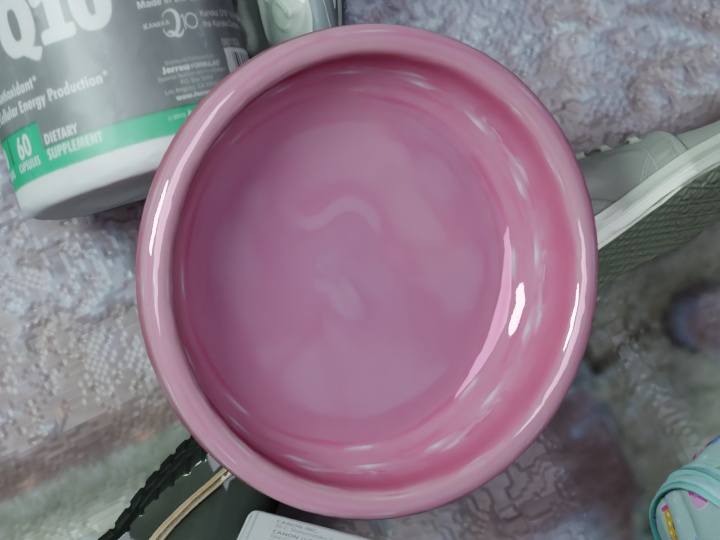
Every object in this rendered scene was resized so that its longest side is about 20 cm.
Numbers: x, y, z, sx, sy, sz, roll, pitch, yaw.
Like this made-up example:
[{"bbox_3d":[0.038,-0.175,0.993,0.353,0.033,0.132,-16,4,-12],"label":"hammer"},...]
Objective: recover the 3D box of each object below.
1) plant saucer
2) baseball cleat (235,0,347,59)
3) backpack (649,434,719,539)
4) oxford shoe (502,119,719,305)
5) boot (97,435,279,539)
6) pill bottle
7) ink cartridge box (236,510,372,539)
[{"bbox_3d":[0.000,0.000,1.020,0.200,0.051,0.201,-1,93,-22],"label":"plant saucer"},{"bbox_3d":[-0.014,-0.148,1.107,0.106,0.070,0.200,-18,103,-34],"label":"baseball cleat"},{"bbox_3d":[0.206,0.151,1.055,0.153,0.176,0.200,-31,79,-9],"label":"backpack"},{"bbox_3d":[0.114,-0.033,1.116,0.200,0.075,0.058,-29,65,-11],"label":"oxford shoe"},{"bbox_3d":[-0.048,0.146,1.077,0.200,0.077,0.138,-44,97,2],"label":"boot"},{"bbox_3d":[-0.118,-0.131,1.067,0.113,0.113,0.200,-16,86,-10],"label":"pill bottle"},{"bbox_3d":[0.033,0.200,1.015,0.200,0.045,0.176,14,122,6],"label":"ink cartridge box"}]
